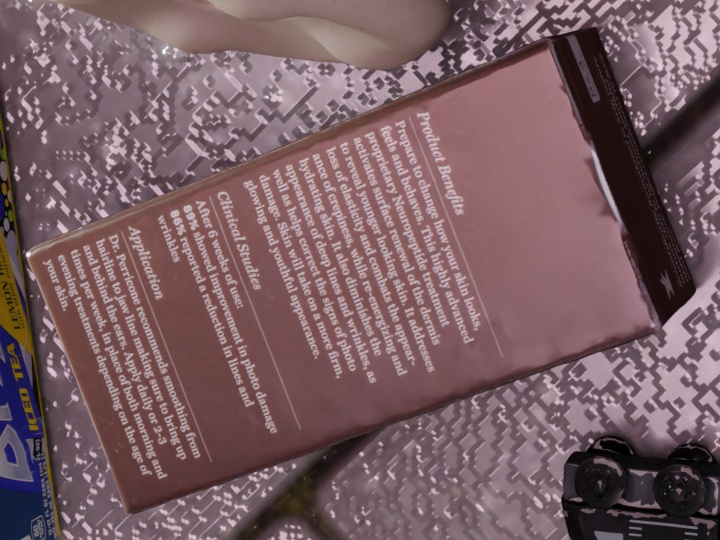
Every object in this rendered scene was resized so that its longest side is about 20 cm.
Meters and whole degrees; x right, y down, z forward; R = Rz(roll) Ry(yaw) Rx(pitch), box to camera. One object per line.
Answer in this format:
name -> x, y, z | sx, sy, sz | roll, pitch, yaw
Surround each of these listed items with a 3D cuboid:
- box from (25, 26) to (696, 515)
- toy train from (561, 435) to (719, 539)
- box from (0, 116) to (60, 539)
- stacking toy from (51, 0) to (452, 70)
box -> 0.000, 0.000, 0.881 | 0.199, 0.075, 0.101 | -20, 93, 21
toy train -> 0.163, 0.088, 0.865 | 0.199, 0.034, 0.046 | 5, 104, 17
box -> -0.161, 0.009, 0.932 | 0.064, 0.070, 0.201 | -5, 97, 20
stacking toy -> -0.029, -0.173, 0.845 | 0.145, 0.146, 0.201 | 9, 87, 15
